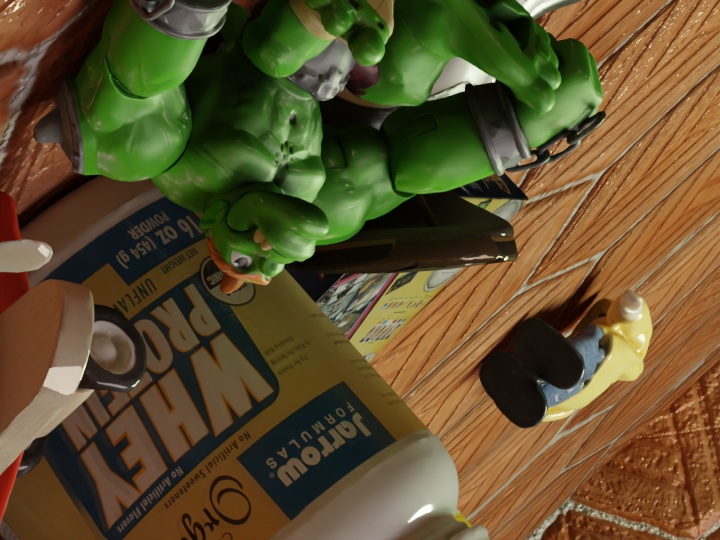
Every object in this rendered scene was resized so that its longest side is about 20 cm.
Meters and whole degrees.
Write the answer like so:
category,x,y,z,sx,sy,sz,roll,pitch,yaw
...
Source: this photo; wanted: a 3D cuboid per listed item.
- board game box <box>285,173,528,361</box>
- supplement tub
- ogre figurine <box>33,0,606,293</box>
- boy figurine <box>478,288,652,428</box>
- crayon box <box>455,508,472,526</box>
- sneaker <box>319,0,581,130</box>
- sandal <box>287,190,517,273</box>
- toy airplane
category,x,y,z,sx,sy,sz,roll,pitch,yaw
board game box,0.000,0.000,1.427,0.136,0.035,0.200,-46,168,12
supplement tub,-0.055,0.075,1.090,0.145,0.200,0.145,-41,168,-10
ogre figurine,-0.018,-0.059,0.984,0.120,0.099,0.200,-37,165,29
boy figurine,0.157,0.056,2.096,0.124,0.064,0.200,-48,168,22
crayon box,0.016,0.170,1.874,0.051,0.127,0.200,-45,167,12
sneaker,0.044,-0.118,1.096,0.200,0.074,0.080,-43,159,-29
sandal,0.006,-0.039,1.131,0.081,0.055,0.200,-6,-163,-6
toy airplane,-0.155,0.068,0.884,0.201,0.141,0.199,-56,-160,1
